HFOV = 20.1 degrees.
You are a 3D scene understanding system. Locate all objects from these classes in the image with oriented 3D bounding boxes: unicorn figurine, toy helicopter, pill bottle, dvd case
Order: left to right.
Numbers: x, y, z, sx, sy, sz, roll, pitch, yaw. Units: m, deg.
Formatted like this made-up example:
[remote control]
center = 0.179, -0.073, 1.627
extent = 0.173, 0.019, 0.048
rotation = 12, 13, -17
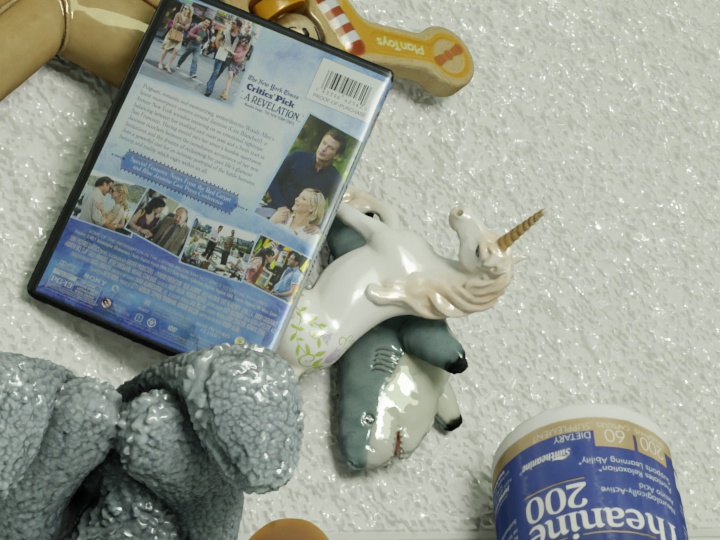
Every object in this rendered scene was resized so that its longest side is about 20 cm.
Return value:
[dvd case]
center = -0.083, -0.049, 1.142
extent = 0.142, 0.018, 0.201
rotation = 22, 76, 5
[toy helicopter]
center = -0.005, -0.138, 1.304
extent = 0.199, 0.079, 0.133
rotation = 6, 59, -36
[unicorn figurine]
center = 0.000, 0.000, 1.170
extent = 0.138, 0.200, 0.074
rotation = 48, 2, 27
[pill bottle]
center = 0.135, 0.183, 1.144
extent = 0.110, 0.111, 0.201
rotation = 20, 42, -23

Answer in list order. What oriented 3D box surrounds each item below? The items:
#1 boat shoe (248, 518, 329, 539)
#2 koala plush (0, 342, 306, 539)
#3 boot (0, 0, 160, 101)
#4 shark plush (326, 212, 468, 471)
[boat shoe]
center = -0.039, 0.231, 1.046
extent = 0.070, 0.071, 0.202
rotation = 0, 59, 5
[koala plush]
center = -0.118, 0.151, 0.991
extent = 0.176, 0.184, 0.202
rotation = -2, 77, -11
[boot]
center = -0.197, -0.112, 1.164
extent = 0.175, 0.066, 0.200
rotation = 40, 47, 6
[shark plush]
center = 0.000, 0.018, 1.214
extent = 0.083, 0.091, 0.201
rotation = -17, 74, -9
